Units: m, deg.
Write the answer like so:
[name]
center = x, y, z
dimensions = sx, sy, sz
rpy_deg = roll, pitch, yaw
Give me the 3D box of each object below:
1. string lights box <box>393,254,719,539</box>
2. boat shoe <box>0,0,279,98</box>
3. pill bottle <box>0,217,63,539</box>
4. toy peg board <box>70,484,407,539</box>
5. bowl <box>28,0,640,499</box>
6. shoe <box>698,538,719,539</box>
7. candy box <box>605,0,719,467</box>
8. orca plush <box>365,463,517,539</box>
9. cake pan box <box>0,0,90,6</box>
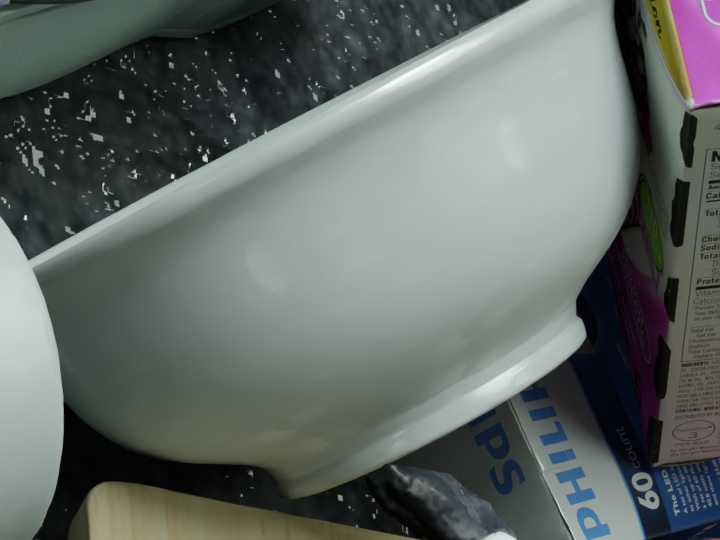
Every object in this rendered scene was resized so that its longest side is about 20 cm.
[string lights box]
center = 0.095, 0.042, 0.981
dimensions = 0.199, 0.059, 0.103
rpy_deg = -8, 71, -47
[boat shoe]
center = -0.074, -0.099, 0.897
dimensions = 0.061, 0.075, 0.200
rpy_deg = 61, 28, 3
[pill bottle]
center = -0.173, 0.036, 0.654
dimensions = 0.199, 0.114, 0.114
rpy_deg = -10, 72, -39
[toy peg board]
center = 0.011, 0.179, 0.779
dimensions = 0.198, 0.098, 0.201
rpy_deg = 12, 44, -21
[bowl]
center = 0.000, 0.000, 0.811
dimensions = 0.201, 0.201, 0.091
rpy_deg = -32, 95, -50
[shoe]
center = 0.125, 0.151, 0.873
dimensions = 0.090, 0.072, 0.200
rpy_deg = 15, 30, 2
[candy box]
center = 0.103, -0.050, 0.862
dimensions = 0.061, 0.200, 0.137
rpy_deg = -7, 58, -3
[orca plush]
center = 0.034, 0.134, 0.701
dimensions = 0.071, 0.105, 0.201
rpy_deg = -20, 61, -7
[cake pan box]
center = -0.103, -0.166, 0.836
dimensions = 0.184, 0.052, 0.200
rpy_deg = -25, 66, -24
